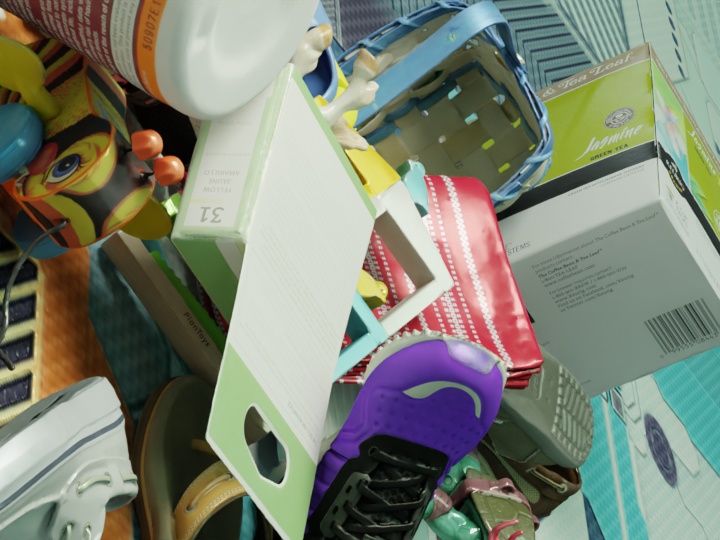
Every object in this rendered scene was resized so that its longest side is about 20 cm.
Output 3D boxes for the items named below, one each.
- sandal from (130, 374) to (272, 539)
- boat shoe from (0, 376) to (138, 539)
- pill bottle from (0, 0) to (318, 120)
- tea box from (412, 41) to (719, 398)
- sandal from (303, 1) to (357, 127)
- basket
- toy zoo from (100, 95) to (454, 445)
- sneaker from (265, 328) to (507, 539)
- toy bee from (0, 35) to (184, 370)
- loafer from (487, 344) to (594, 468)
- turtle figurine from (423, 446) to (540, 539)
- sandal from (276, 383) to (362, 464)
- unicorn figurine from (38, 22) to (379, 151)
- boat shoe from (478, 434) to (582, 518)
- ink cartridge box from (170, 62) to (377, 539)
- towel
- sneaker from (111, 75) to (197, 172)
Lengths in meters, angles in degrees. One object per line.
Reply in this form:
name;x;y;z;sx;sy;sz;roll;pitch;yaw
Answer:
sandal;-0.072;0.130;1.180;0.080;0.054;0.200;53;24;-34
boat shoe;-0.133;0.096;1.030;0.067;0.074;0.200;63;19;-3
pill bottle;-0.125;-0.163;1.147;0.200;0.114;0.114;31;7;23
tea box;0.140;-0.022;1.671;0.134;0.200;0.197;54;24;-30
sandal;-0.060;-0.159;1.420;0.200;0.079;0.087;57;-11;39
basket;0.028;-0.082;1.507;0.139;0.176;0.200;56;4;13
toy zoo;-0.031;-0.010;1.316;0.200;0.020;0.131;-38;93;-40
sneaker;0.010;0.114;1.229;0.070;0.200;0.100;23;46;-16
toy bee;-0.128;-0.044;1.147;0.131;0.109;0.200;39;33;-53
loafer;0.068;0.059;1.482;0.200;0.070;0.075;51;40;-35
turtle figurine;0.054;0.156;1.414;0.200;0.101;0.150;-107;177;-50
sandal;-0.019;0.055;1.409;0.203;0.050;0.082;-62;142;-51
unicorn figurine;-0.078;-0.115;1.257;0.200;0.137;0.074;56;-14;-15
boat shoe;0.079;0.082;1.586;0.202;0.075;0.075;53;24;-34
ink cartridge box;-0.049;0.019;1.193;0.146;0.048;0.200;60;39;-56
towel;0.000;0.000;1.376;0.200;0.022;0.145;3;55;-28
sneaker;-0.135;-0.136;1.309;0.095;0.079;0.200;-33;100;-48
